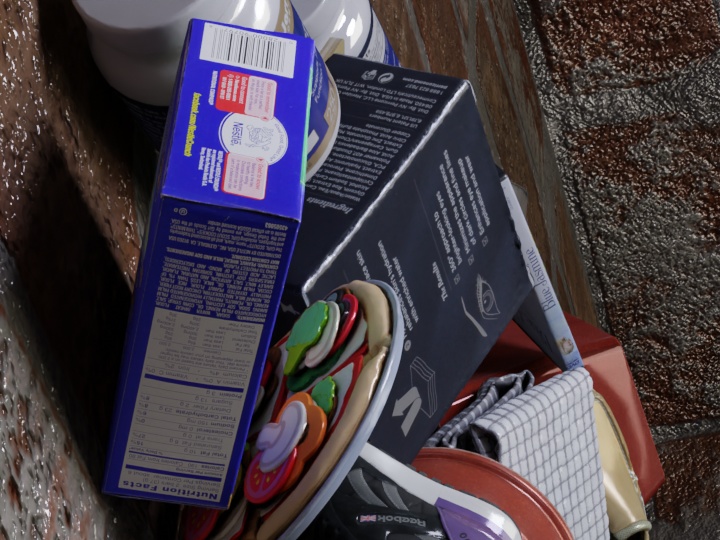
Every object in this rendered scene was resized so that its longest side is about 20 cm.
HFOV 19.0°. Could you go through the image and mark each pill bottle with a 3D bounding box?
[{"bbox_3d":[-0.091,-0.129,1.256,0.200,0.115,0.116,57,24,-61],"label":"pill bottle"},{"bbox_3d":[-0.038,-0.161,1.588,0.200,0.115,0.116,59,23,-60],"label":"pill bottle"}]

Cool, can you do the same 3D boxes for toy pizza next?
[{"bbox_3d":[-0.048,0.086,1.194,0.032,0.200,0.201,35,30,-19],"label":"toy pizza"}]

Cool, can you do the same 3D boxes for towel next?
[{"bbox_3d":[0.107,0.182,1.561,0.165,0.085,0.201,-28,114,-55],"label":"towel"}]

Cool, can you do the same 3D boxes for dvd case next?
[{"bbox_3d":[0.102,-0.025,1.621,0.143,0.017,0.201,48,-13,52],"label":"dvd case"}]

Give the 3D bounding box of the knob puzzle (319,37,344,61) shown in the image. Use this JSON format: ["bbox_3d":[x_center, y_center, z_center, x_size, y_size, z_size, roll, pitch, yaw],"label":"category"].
[{"bbox_3d":[-0.060,-0.038,1.486,0.220,0.030,0.221,14,90,-76],"label":"knob puzzle"}]

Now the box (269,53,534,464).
[{"bbox_3d":[0.000,0.000,1.408,0.200,0.117,0.197,-53,141,-30],"label":"box"}]

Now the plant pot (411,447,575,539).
[{"bbox_3d":[0.032,0.244,1.402,0.195,0.200,0.202,-45,123,-66],"label":"plant pot"}]

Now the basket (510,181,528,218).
[{"bbox_3d":[0.076,0.039,1.909,0.180,0.135,0.201,-26,-121,56],"label":"basket"}]

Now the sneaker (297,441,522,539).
[{"bbox_3d":[-0.005,0.155,1.289,0.088,0.199,0.076,-57,164,-54],"label":"sneaker"}]

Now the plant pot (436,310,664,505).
[{"bbox_3d":[0.128,0.136,1.748,0.200,0.176,0.201,29,-39,67],"label":"plant pot"}]

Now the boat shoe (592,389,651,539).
[{"bbox_3d":[0.194,0.186,1.646,0.076,0.071,0.201,13,-58,62],"label":"boat shoe"}]

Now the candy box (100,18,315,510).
[{"bbox_3d":[-0.080,-0.002,1.138,0.170,0.077,0.201,-87,-169,-52],"label":"candy box"}]
